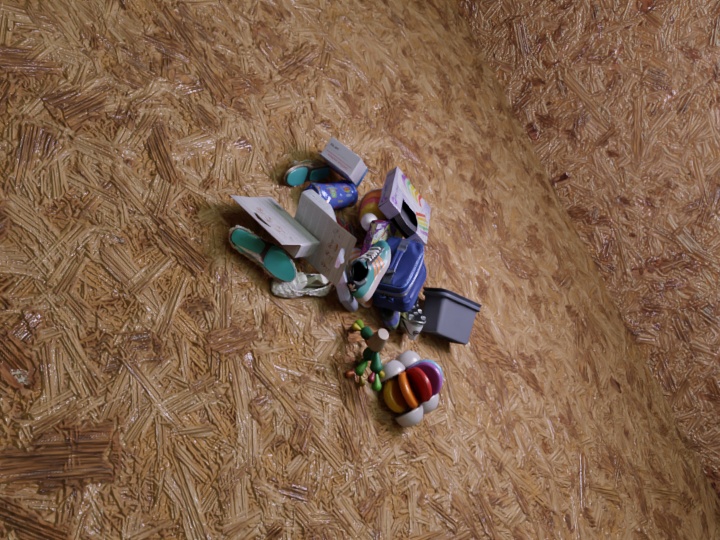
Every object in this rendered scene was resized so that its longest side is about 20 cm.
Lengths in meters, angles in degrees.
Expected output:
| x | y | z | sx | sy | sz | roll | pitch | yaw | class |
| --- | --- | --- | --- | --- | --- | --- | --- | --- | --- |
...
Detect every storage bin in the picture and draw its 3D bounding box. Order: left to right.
| x | y | z | sx | sy | sz | roll | pitch | yaw | class |
| --- | --- | --- | --- | --- | --- | --- | --- | --- | --- |
| 0.272 | 0.148 | 1.865 | 0.197 | 0.143 | 0.139 | 24 | 77 | -36 | storage bin |

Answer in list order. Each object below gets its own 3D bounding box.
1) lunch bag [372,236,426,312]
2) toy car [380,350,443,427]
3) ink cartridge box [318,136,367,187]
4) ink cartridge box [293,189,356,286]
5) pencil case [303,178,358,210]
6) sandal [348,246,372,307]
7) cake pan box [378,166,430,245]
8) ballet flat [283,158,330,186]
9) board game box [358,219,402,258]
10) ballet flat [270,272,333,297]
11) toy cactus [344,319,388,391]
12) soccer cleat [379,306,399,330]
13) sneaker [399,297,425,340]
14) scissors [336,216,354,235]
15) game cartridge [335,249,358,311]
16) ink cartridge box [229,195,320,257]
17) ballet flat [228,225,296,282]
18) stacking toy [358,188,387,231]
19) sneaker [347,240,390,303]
| x | y | z | sx | sy | sz | roll | pitch | yaw | class |
| --- | --- | --- | --- | --- | --- | --- | --- | --- | --- |
| 0.102 | 0.010 | 1.670 | 0.135 | 0.132 | 0.203 | 76 | 34 | -46 | lunch bag |
| 0.154 | 0.310 | 1.598 | 0.197 | 0.148 | 0.179 | -18 | 79 | -51 | toy car |
| -0.049 | -0.325 | 1.747 | 0.115 | 0.068 | 0.200 | 37 | 2 | 8 | ink cartridge box |
| -0.094 | -0.084 | 1.514 | 0.199 | 0.163 | 0.047 | 39 | 38 | 19 | ink cartridge box |
| -0.088 | -0.222 | 1.731 | 0.197 | 0.076 | 0.090 | -18 | 93 | -51 | pencil case |
| 0.006 | 0.000 | 1.706 | 0.078 | 0.059 | 0.213 | -3 | 69 | -48 | sandal |
| 0.135 | -0.185 | 1.747 | 0.184 | 0.052 | 0.203 | 46 | 34 | -22 | cake pan box |
| -0.170 | -0.292 | 1.712 | 0.065 | 0.072 | 0.198 | 40 | 30 | 21 | ballet flat |
| 0.069 | -0.090 | 1.721 | 0.032 | 0.124 | 0.198 | 22 | 15 | 26 | board game box |
| -0.144 | 0.028 | 1.518 | 0.196 | 0.071 | 0.074 | 0 | 65 | -47 | ballet flat |
| 0.021 | 0.203 | 1.521 | 0.099 | 0.166 | 0.205 | 7 | 53 | -20 | toy cactus |
| 0.088 | 0.086 | 1.758 | 0.085 | 0.062 | 0.205 | 64 | 22 | -45 | soccer cleat |
| 0.142 | 0.130 | 1.777 | 0.072 | 0.091 | 0.202 | 12 | 30 | -12 | sneaker |
| -0.037 | -0.096 | 1.700 | 0.073 | 0.014 | 0.202 | 41 | 18 | -29 | scissors |
| -0.053 | 0.000 | 1.610 | 0.134 | 0.040 | 0.206 | 67 | 8 | -70 | game cartridge |
| -0.218 | -0.110 | 1.456 | 0.199 | 0.045 | 0.175 | 42 | 22 | 20 | ink cartridge box |
| -0.240 | -0.045 | 1.446 | 0.198 | 0.064 | 0.076 | 39 | 85 | -16 | ballet flat |
| 0.038 | -0.157 | 1.744 | 0.148 | 0.144 | 0.200 | 55 | 22 | -3 | stacking toy |
| 0.024 | -0.016 | 1.582 | 0.081 | 0.069 | 0.204 | 56 | 46 | -39 | sneaker |
